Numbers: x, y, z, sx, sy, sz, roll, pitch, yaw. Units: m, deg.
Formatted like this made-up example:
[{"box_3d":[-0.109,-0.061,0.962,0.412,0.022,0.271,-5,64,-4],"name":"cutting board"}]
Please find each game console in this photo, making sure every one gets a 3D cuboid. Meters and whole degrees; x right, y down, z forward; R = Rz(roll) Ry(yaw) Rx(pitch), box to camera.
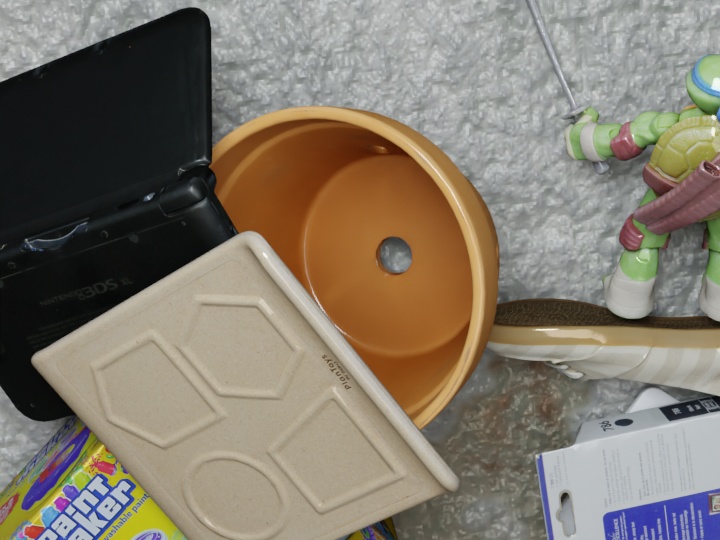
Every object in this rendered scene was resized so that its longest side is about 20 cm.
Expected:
[{"box_3d":[-0.144,-0.027,0.996,0.199,0.117,0.177,-16,119,27],"name":"game console"}]

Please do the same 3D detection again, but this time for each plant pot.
[{"box_3d":[0.000,0.000,1.024,0.198,0.140,0.202,3,98,21],"name":"plant pot"}]

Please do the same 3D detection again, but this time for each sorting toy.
[{"box_3d":[-0.065,0.079,0.952,0.199,0.037,0.185,-26,111,36],"name":"sorting toy"}]

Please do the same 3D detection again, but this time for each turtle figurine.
[{"box_3d":[0.208,-0.076,1.086,0.143,0.200,0.195,-18,130,-24],"name":"turtle figurine"}]

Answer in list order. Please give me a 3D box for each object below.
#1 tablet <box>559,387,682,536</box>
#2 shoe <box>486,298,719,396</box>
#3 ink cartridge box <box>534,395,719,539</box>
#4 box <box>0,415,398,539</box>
[{"box_3d":[0.244,0.180,1.202,0.199,0.014,0.131,31,100,-16],"name":"tablet"},{"box_3d":[0.172,0.055,1.123,0.198,0.070,0.054,4,104,-8],"name":"shoe"},{"box_3d":[0.216,0.142,1.160,0.198,0.039,0.100,-11,108,-5],"name":"ink cartridge box"},{"box_3d":[-0.114,0.169,1.096,0.192,0.122,0.200,41,98,-16],"name":"box"}]
